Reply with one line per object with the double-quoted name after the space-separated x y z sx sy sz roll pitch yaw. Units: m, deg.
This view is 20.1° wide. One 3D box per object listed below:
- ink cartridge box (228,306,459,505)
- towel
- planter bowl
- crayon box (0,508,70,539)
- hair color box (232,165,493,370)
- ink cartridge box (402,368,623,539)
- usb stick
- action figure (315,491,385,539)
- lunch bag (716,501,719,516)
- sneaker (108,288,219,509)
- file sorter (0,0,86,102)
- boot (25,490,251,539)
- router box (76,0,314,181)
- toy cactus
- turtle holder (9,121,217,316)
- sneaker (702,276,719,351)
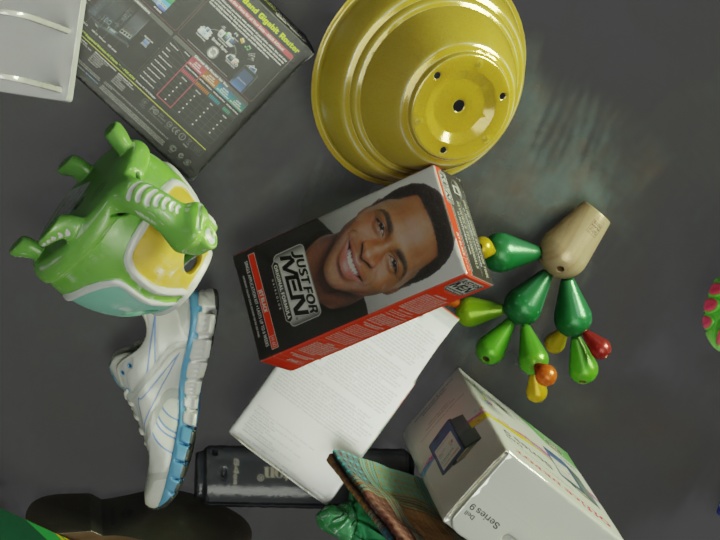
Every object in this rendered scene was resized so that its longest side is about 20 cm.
-0.013 0.090 1.768 0.109 0.050 0.201 36 95 1 "ink cartridge box"
0.069 0.220 1.744 0.022 0.147 0.199 -52 140 12 "towel"
0.065 -0.147 1.670 0.199 0.083 0.202 -11 118 -20 "planter bowl"
-0.322 0.308 1.779 0.172 0.058 0.200 28 120 -15 "crayon box"
0.000 0.000 1.695 0.199 0.061 0.102 -24 70 20 "hair color box"
0.129 0.188 1.757 0.145 0.200 0.088 38 99 -17 "ink cartridge box"
-0.049 0.185 1.816 0.198 0.033 0.056 2 87 -8 "usb stick"
0.038 0.245 1.791 0.055 0.119 0.199 -33 132 32 "action figure"
0.403 0.195 1.798 0.093 0.200 0.152 10 107 -11 "lunch bag"
-0.178 0.107 1.762 0.086 0.075 0.202 9 99 -4 "sneaker"
-0.290 -0.241 1.552 0.138 0.124 0.202 9 93 10 "file sorter"
-0.196 0.244 1.807 0.198 0.074 0.076 2 123 -2 "boot"
-0.159 -0.197 1.661 0.150 0.062 0.200 -44 108 8 "router box"
0.154 0.012 1.768 0.200 0.102 0.165 39 90 -9 "toy cactus"
-0.182 -0.037 1.656 0.132 0.141 0.185 38 127 -19 "turtle holder"
0.375 -0.014 1.802 0.083 0.077 0.201 16 109 -31 "sneaker"
